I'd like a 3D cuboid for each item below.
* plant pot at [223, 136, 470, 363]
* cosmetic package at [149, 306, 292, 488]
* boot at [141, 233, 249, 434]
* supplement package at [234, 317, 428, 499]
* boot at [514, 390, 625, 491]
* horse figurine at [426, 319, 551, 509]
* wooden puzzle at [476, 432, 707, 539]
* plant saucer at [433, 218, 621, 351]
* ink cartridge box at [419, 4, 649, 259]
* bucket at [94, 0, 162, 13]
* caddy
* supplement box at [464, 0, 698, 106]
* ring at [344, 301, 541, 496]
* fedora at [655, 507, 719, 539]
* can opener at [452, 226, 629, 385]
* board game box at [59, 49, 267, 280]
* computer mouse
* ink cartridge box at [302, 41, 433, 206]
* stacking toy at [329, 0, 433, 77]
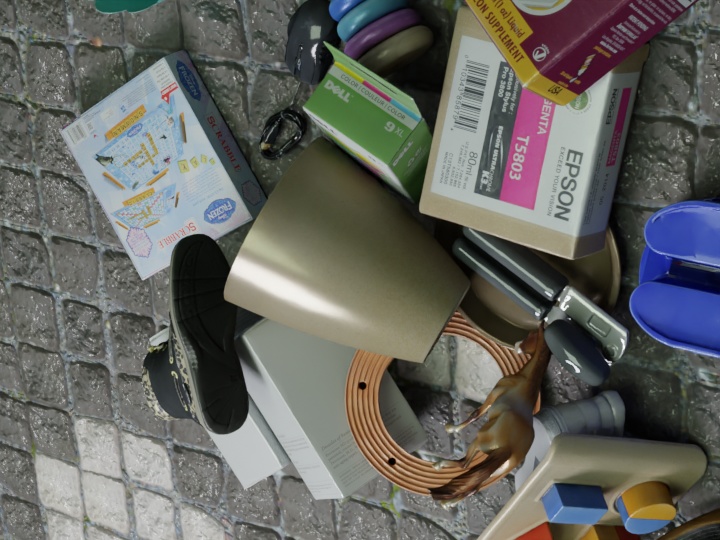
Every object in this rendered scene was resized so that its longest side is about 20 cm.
[{"bbox_3d":[0.000,0.000,1.455,0.200,0.187,0.188,31,126,5],"label":"plant pot"},{"bbox_3d":[-0.130,0.128,1.669,0.081,0.113,0.200,-31,89,41],"label":"cosmetic package"},{"bbox_3d":[-0.186,0.068,1.548,0.154,0.073,0.204,-6,95,59],"label":"boot"},{"bbox_3d":[-0.040,0.128,1.576,0.200,0.117,0.117,58,162,-2],"label":"supplement package"},{"bbox_3d":[0.214,0.195,1.475,0.200,0.095,0.074,93,155,-53],"label":"boot"},{"bbox_3d":[0.126,0.148,1.402,0.050,0.200,0.132,44,126,-12],"label":"horse figurine"},{"bbox_3d":[0.221,0.244,1.440,0.200,0.185,0.046,-62,33,34],"label":"wooden puzzle"},{"bbox_3d":[0.164,-0.014,1.446,0.200,0.029,0.201,14,117,29],"label":"plant saucer"},{"bbox_3d":[0.155,-0.129,1.351,0.164,0.075,0.201,18,107,28],"label":"ink cartridge box"},{"bbox_3d":[-0.209,-0.366,1.480,0.207,0.135,0.208,14,118,28],"label":"bucket"},{"bbox_3d":[0.333,0.011,1.298,0.200,0.105,0.142,14,94,30],"label":"caddy"},{"bbox_3d":[0.193,-0.250,1.219,0.200,0.103,0.131,-39,70,19],"label":"supplement box"},{"bbox_3d":[0.084,0.130,1.513,0.200,0.019,0.201,0,87,4],"label":"ring"},{"bbox_3d":[0.317,0.299,1.369,0.200,0.201,0.082,-32,98,40],"label":"fedora"},{"bbox_3d":[0.168,0.024,1.405,0.200,0.066,0.053,42,128,17],"label":"can opener"},{"bbox_3d":[-0.221,-0.114,1.665,0.200,0.041,0.200,-25,95,39],"label":"board game box"},{"bbox_3d":[-0.070,-0.192,1.529,0.059,0.034,0.200,35,127,16],"label":"computer mouse"},{"bbox_3d":[0.012,-0.134,1.398,0.104,0.200,0.059,36,88,17],"label":"ink cartridge box"},{"bbox_3d":[-0.013,-0.283,1.421,0.085,0.085,0.200,-32,87,40],"label":"stacking toy"}]
